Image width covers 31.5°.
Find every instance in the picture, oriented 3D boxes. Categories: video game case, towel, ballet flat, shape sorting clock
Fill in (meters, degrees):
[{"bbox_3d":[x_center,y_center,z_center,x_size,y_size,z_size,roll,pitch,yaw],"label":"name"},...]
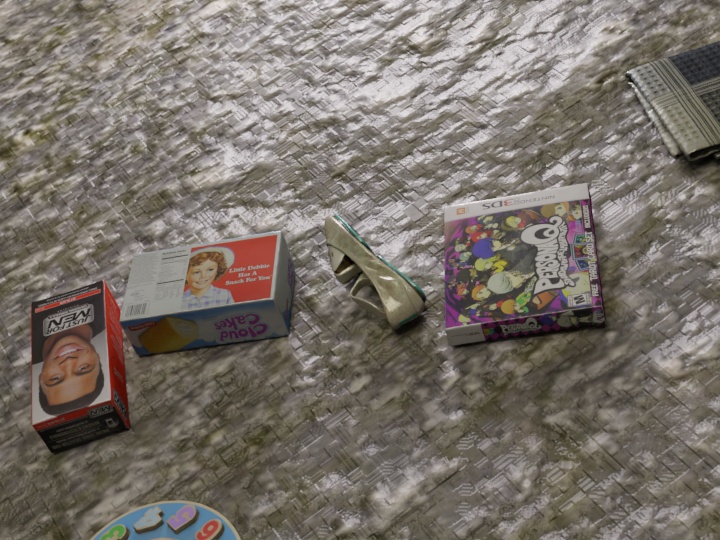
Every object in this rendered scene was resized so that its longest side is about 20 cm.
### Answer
[{"bbox_3d":[0.187,-0.009,1.484,0.179,0.036,0.201,-9,46,13],"label":"video game case"},{"bbox_3d":[0.455,-0.217,1.595,0.190,0.035,0.201,-18,43,-1],"label":"towel"},{"bbox_3d":[0.000,0.000,1.524,0.062,0.068,0.200,-41,47,-7],"label":"ballet flat"},{"bbox_3d":[-0.214,0.320,1.313,0.198,0.039,0.201,-10,46,10],"label":"shape sorting clock"}]

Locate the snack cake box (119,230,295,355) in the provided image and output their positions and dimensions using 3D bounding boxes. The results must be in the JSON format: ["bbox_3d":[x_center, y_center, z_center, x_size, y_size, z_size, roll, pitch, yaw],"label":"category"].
[{"bbox_3d":[-0.185,0.028,1.560,0.198,0.068,0.116,-8,44,12],"label":"snack cake box"}]

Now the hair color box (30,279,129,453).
[{"bbox_3d":[-0.340,0.112,1.539,0.100,0.062,0.201,-18,45,1],"label":"hair color box"}]
